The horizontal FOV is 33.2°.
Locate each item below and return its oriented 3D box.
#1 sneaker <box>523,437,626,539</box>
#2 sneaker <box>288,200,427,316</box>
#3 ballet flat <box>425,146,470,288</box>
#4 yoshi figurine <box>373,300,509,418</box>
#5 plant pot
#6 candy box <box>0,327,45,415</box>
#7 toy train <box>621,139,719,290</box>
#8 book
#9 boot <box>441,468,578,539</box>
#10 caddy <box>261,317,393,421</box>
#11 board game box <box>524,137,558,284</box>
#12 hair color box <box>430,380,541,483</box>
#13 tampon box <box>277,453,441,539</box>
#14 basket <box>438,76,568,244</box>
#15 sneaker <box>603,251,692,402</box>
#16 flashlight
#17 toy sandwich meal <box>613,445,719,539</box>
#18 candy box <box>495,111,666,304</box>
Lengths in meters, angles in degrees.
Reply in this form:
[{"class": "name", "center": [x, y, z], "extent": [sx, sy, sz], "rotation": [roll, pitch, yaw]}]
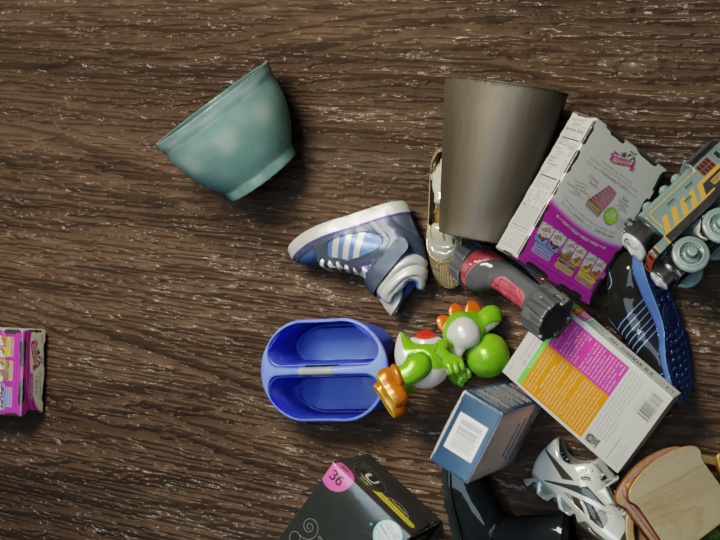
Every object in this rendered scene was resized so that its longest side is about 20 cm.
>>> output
[{"class": "sneaker", "center": [0.311, 0.289, 1.555], "extent": [0.199, 0.074, 0.089], "rotation": [32, 103, 22]}, {"class": "sneaker", "center": [0.000, 0.000, 1.703], "extent": [0.198, 0.080, 0.148], "rotation": [-19, 78, 19]}, {"class": "ballet flat", "center": [0.115, -0.077, 1.663], "extent": [0.070, 0.065, 0.203], "rotation": [-1, 88, 27]}, {"class": "yoshi figurine", "center": [0.121, 0.129, 1.617], "extent": [0.199, 0.113, 0.112], "rotation": [-34, 33, -13]}, {"class": "plant pot", "center": [-0.177, -0.187, 1.747], "extent": [0.199, 0.201, 0.135], "rotation": [-31, 103, 20]}, {"class": "candy box", "center": [-0.613, 0.161, 1.980], "extent": [0.198, 0.061, 0.138], "rotation": [2, 89, 24]}, {"class": "toy train", "center": [0.416, -0.068, 1.494], "extent": [0.200, 0.085, 0.114], "rotation": [-42, 70, -7]}, {"class": "book", "center": [0.295, 0.142, 1.553], "extent": [0.200, 0.048, 0.134], "rotation": [43, 123, 23]}, {"class": "boot", "center": [0.201, 0.326, 1.600], "extent": [0.166, 0.076, 0.203], "rotation": [-7, 92, 28]}, {"class": "caddy", "center": [-0.044, 0.139, 1.704], "extent": [0.198, 0.105, 0.143], "rotation": [-4, 87, 24]}, {"class": "board game box", "center": [0.247, -0.081, 1.615], "extent": [0.158, 0.039, 0.200], "rotation": [-48, 71, 16]}, {"class": "hair color box", "center": [0.166, 0.204, 1.555], "extent": [0.060, 0.200, 0.101], "rotation": [30, 100, 21]}, {"class": "tampon box", "center": [-0.016, 0.382, 1.671], "extent": [0.149, 0.126, 0.201], "rotation": [39, 103, 20]}, {"class": "basket", "center": [0.173, -0.141, 1.576], "extent": [0.179, 0.135, 0.203], "rotation": [14, 98, 44]}, {"class": "sneaker", "center": [0.364, 0.075, 1.549], "extent": [0.077, 0.070, 0.203], "rotation": [-18, 85, 43]}, {"class": "flashlight", "center": [0.192, 0.027, 1.576], "extent": [0.200, 0.067, 0.068], "rotation": [44, 146, 50]}, {"class": "toy sandwich meal", "center": [0.414, 0.308, 1.477], "extent": [0.202, 0.070, 0.208], "rotation": [-2, 71, 4]}, {"class": "candy box", "center": [0.280, -0.079, 1.533], "extent": [0.201, 0.136, 0.061], "rotation": [-59, 28, 2]}]
